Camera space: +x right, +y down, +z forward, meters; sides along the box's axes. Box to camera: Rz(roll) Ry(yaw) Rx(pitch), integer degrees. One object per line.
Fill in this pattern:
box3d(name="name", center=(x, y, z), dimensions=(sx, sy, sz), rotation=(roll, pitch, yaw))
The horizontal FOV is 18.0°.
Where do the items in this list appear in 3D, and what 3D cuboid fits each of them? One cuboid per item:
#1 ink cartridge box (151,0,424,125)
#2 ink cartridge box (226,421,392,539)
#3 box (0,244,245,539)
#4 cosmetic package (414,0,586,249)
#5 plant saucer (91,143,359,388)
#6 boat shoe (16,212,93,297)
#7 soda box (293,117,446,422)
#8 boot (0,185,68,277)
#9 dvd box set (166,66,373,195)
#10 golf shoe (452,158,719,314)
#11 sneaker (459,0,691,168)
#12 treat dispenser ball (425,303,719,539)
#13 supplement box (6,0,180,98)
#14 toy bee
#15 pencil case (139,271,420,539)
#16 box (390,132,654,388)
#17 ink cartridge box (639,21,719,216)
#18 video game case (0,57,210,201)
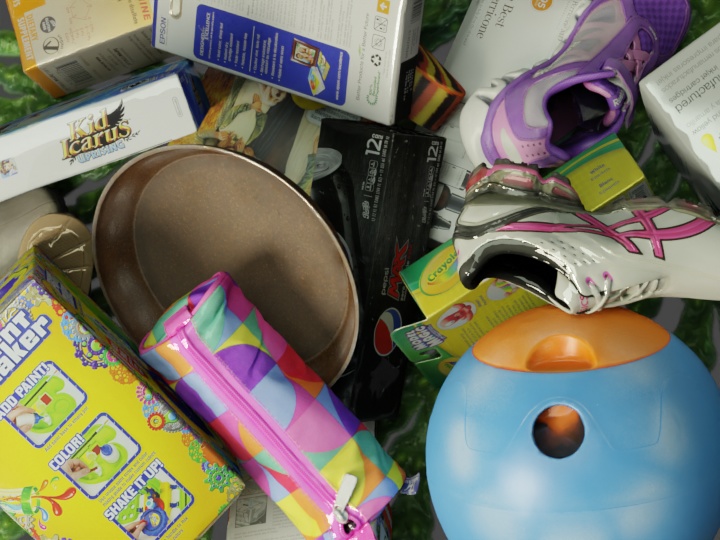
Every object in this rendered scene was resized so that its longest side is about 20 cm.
box3d(name="ink cartridge box", center=(-0.052, -0.173, 1.550), dimensions=(0.199, 0.037, 0.095), rotation=(19, 118, 23))
box3d(name="ink cartridge box", center=(-0.035, 0.185, 1.556), dimensions=(0.108, 0.051, 0.201), rotation=(-9, 44, 11))
box3d(name="box", center=(-0.191, 0.101, 1.511), dimensions=(0.193, 0.200, 0.122), rotation=(44, 90, -11))
box3d(name="cosmetic package", center=(0.090, -0.109, 1.611), dimensions=(0.082, 0.051, 0.201), rotation=(21, 82, 16))
box3d(name="plant saucer", center=(-0.085, 0.000, 1.508), dimensions=(0.199, 0.202, 0.035), rotation=(21, 37, 17))
box3d(name="boat shoe", center=(-0.230, 0.054, 1.640), dimensions=(0.071, 0.065, 0.202), rotation=(13, 99, 2))
box3d(name="soda box", center=(0.000, 0.000, 1.556), dimensions=(0.063, 0.071, 0.202), rotation=(13, 97, 34))
box3d(name="boot", center=(-0.313, -0.009, 1.639), dimensions=(0.199, 0.131, 0.068), rotation=(-29, 71, 5))
box3d(name="dvd box set", center=(-0.081, -0.054, 1.648), dimensions=(0.146, 0.029, 0.201), rotation=(25, 83, 18))
box3d(name="golf shoe", center=(0.156, -0.002, 1.432), dimensions=(0.198, 0.073, 0.093), rotation=(11, 57, 6))
box3d(name="sneaker", center=(0.164, -0.130, 1.550), dimensions=(0.200, 0.088, 0.081), rotation=(-40, 112, -22))
box3d(name="treat dispenser ball", center=(0.141, 0.121, 1.463), dimensions=(0.199, 0.201, 0.203), rotation=(-3, 76, 12))
box3d(name="supplement box", center=(-0.164, -0.225, 1.687), dimensions=(0.199, 0.074, 0.127), rotation=(-19, 73, 8))
box3d(name="toy bee", center=(-0.017, -0.176, 1.597), dimensions=(0.199, 0.108, 0.132), rotation=(27, 98, 40))
box3d(name="pencil case", center=(-0.054, 0.096, 1.476), dimensions=(0.088, 0.088, 0.200), rotation=(-43, 95, 0))
box3d(name="box", center=(0.112, 0.000, 1.543), dimensions=(0.199, 0.117, 0.049), rotation=(-34, 59, 3))
box3d(name="ink cartridge box", center=(0.303, -0.069, 1.501), dimensions=(0.145, 0.145, 0.201), rotation=(-36, 72, 2))
box3d(name="video game case", center=(-0.197, -0.093, 1.558), dimensions=(0.180, 0.200, 0.046), rotation=(-21, 98, 1))
